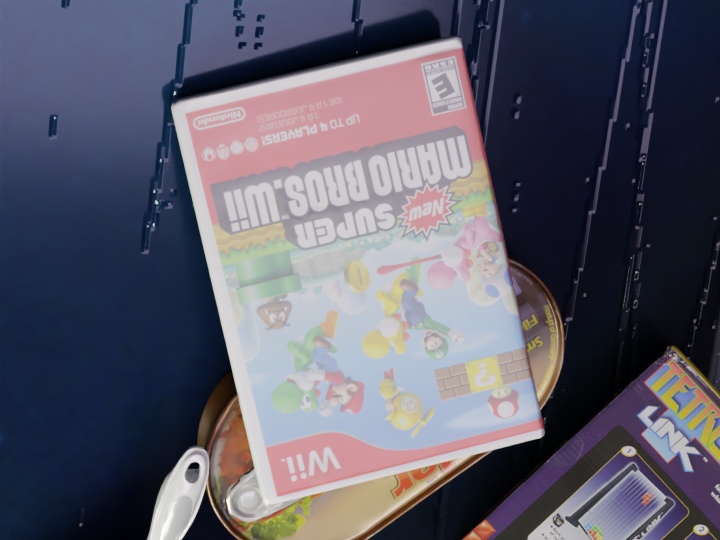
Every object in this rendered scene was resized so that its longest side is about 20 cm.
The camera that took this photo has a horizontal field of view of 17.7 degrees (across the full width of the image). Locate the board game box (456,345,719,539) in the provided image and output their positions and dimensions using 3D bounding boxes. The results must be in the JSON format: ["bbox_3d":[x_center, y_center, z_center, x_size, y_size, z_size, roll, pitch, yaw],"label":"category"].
[{"bbox_3d":[0.167,0.166,1.182,0.165,0.057,0.200,-42,81,2],"label":"board game box"}]

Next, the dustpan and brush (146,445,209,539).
[{"bbox_3d":[-0.116,0.168,1.152,0.139,0.057,0.201,15,106,-20],"label":"dustpan and brush"}]

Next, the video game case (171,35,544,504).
[{"bbox_3d":[0.000,0.000,1.111,0.143,0.017,0.201,-13,98,-5],"label":"video game case"}]

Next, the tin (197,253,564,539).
[{"bbox_3d":[0.010,0.064,1.162,0.200,0.042,0.112,-34,112,-2],"label":"tin"}]
